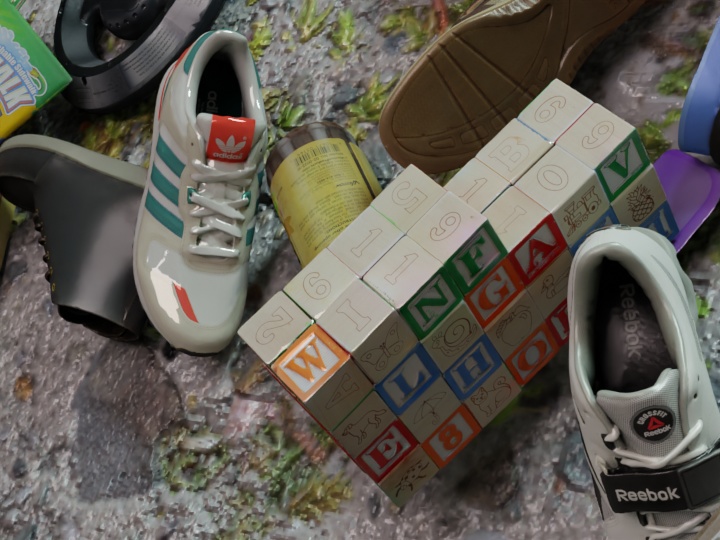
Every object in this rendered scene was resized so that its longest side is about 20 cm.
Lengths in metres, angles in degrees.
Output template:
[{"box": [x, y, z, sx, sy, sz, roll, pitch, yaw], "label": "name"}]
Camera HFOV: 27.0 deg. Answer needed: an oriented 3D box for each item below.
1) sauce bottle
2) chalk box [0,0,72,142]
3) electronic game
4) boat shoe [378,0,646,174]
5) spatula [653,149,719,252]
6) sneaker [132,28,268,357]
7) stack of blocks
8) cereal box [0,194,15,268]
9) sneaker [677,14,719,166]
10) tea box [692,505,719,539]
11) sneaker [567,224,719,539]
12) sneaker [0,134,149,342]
[{"box": [0.000, 0.000, 0.849, 0.065, 0.065, 0.201, -36, 47, 14], "label": "sauce bottle"}, {"box": [-0.299, -0.147, 1.084, 0.200, 0.124, 0.124, -43, 18, -17], "label": "chalk box"}, {"box": [-0.159, -0.206, 1.104, 0.199, 0.042, 0.201, -25, 50, 34], "label": "electronic game"}, {"box": [0.088, -0.129, 0.849, 0.200, 0.072, 0.072, -45, 11, -5], "label": "boat shoe"}, {"box": [0.125, -0.070, 0.825, 0.057, 0.021, 0.200, -50, 46, 5], "label": "spatula"}, {"box": [-0.094, -0.052, 0.906, 0.093, 0.070, 0.201, 142, 133, -68], "label": "sneaker"}, {"box": [0.052, 0.004, 0.718, 0.200, 0.115, 0.059, -44, 49, -6], "label": "stack of blocks"}, {"box": [-0.351, 0.010, 1.127, 0.199, 0.039, 0.145, -13, 57, 31], "label": "cereal box"}, {"box": [0.225, -0.140, 0.735, 0.078, 0.070, 0.201, 22, 104, 21], "label": "sneaker"}, {"box": [0.191, 0.193, 0.541, 0.200, 0.134, 0.197, -50, 51, 2], "label": "tea box"}, {"box": [0.128, 0.078, 0.655, 0.074, 0.088, 0.201, -19, 82, 17], "label": "sneaker"}, {"box": [-0.199, -0.024, 1.005, 0.199, 0.075, 0.107, 14, 70, 40], "label": "sneaker"}]
